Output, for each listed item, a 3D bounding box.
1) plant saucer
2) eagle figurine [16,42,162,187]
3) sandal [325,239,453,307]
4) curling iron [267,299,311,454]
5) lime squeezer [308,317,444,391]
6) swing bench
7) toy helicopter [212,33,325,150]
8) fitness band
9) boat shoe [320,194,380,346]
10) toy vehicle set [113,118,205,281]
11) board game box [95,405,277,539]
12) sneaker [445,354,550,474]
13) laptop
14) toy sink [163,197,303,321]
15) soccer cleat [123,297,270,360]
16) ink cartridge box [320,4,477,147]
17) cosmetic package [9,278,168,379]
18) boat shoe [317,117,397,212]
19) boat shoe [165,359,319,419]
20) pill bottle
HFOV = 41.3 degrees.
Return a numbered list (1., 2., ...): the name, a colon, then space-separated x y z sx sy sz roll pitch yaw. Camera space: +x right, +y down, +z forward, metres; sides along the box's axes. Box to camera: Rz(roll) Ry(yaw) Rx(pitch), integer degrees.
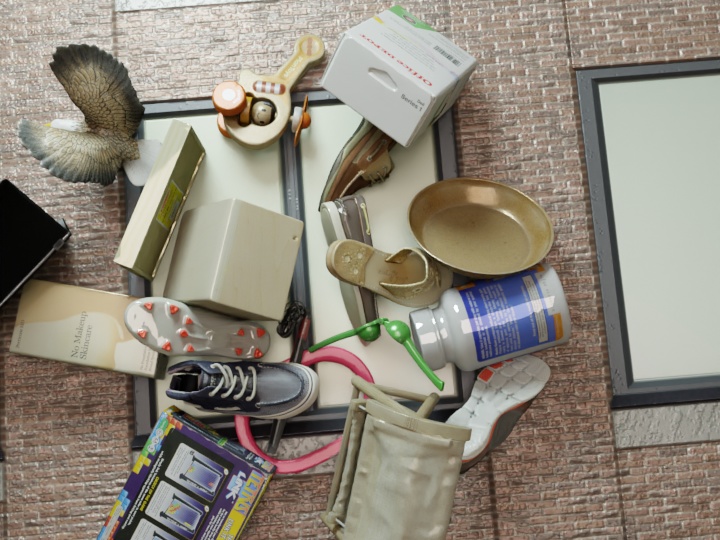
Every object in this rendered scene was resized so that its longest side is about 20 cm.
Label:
1. plant saucer: 0.158 -0.051 1.279 0.196 0.036 0.202 3 42 -3
2. eagle figurine: -0.352 -0.185 1.255 0.149 0.200 0.154 -22 82 -4
3. sandal: 0.058 0.005 1.241 0.209 0.069 0.079 13 85 -34
4. curling iron: -0.100 0.140 1.266 0.049 0.025 0.204 4 83 24
5. lime squeezer: 0.025 0.094 1.237 0.197 0.038 0.072 13 109 26
6. swing bench: 0.038 0.255 1.164 0.127 0.200 0.203 11 94 -7
7. toy helicopter: -0.107 -0.249 1.333 0.131 0.079 0.201 32 70 11
8. fitness band: -0.072 0.187 1.285 0.197 0.037 0.145 -25 80 -5
9. boat shoe: 0.000 0.000 1.283 0.059 0.072 0.203 -18 100 -18
10. toy vehicle set: -0.265 -0.091 1.279 0.026 0.124 0.203 20 81 3
11. board game box: -0.226 0.305 1.238 0.164 0.057 0.202 29 93 3
12. sneaker: 0.176 0.191 1.274 0.199 0.083 0.077 -38 54 -25
13. laptop: -0.475 -0.021 1.215 0.187 0.200 0.116 -46 113 -7
14. toy sink: -0.169 -0.008 1.263 0.111 0.199 0.133 18 79 -27
15. soccer cleat: -0.214 0.081 1.247 0.197 0.077 0.071 14 86 -23
16. ink cartridge box: 0.054 -0.263 1.268 0.144 0.200 0.085 36 123 4
17. cosmetic package: -0.354 0.079 1.279 0.196 0.071 0.107 8 81 1
18. boat shoe: 0.013 -0.156 1.317 0.073 0.076 0.202 30 83 1
19. boat shoe: -0.156 0.149 1.221 0.197 0.093 0.076 -9 71 25
20. pill bottle: 0.168 0.067 1.264 0.197 0.112 0.114 -15 82 -3
